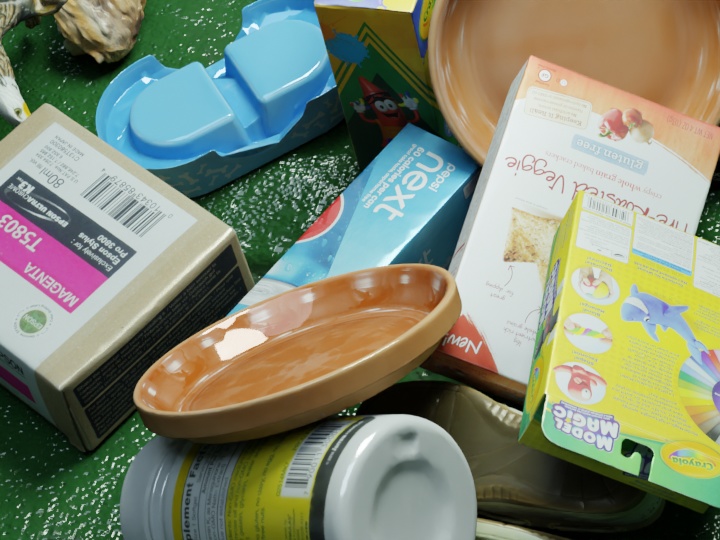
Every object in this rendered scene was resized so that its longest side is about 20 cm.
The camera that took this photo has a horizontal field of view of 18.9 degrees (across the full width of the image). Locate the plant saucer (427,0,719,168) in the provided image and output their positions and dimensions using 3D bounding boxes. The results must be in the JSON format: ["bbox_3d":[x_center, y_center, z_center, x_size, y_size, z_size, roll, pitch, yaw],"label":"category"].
[{"bbox_3d":[0.143,-0.144,1.392,0.199,0.201,0.037,-11,13,5],"label":"plant saucer"}]

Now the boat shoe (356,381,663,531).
[{"bbox_3d":[0.086,0.118,1.286,0.199,0.066,0.074,13,69,33],"label":"boat shoe"}]

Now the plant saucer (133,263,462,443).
[{"bbox_3d":[-0.034,0.051,1.262,0.199,0.032,0.200,-20,15,5],"label":"plant saucer"}]

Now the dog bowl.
[{"bbox_3d":[-0.089,-0.120,1.537,0.199,0.050,0.112,-28,52,-9],"label":"dog bowl"}]

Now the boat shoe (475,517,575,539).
[{"bbox_3d":[0.101,0.186,1.238,0.199,0.074,0.067,8,76,28],"label":"boat shoe"}]

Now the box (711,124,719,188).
[{"bbox_3d":[0.282,-0.114,1.452,0.199,0.036,0.144,7,54,21],"label":"box"}]

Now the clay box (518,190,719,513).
[{"bbox_3d":[0.156,0.052,1.219,0.114,0.048,0.201,21,44,-5],"label":"clay box"}]

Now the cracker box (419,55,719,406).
[{"bbox_3d":[0.130,-0.014,1.332,0.133,0.058,0.201,20,75,-3],"label":"cracker box"}]

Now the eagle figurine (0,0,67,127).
[{"bbox_3d":[-0.291,-0.138,1.530,0.151,0.152,0.200,36,69,28],"label":"eagle figurine"}]

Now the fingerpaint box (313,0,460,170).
[{"bbox_3d":[0.045,-0.194,1.487,0.073,0.167,0.201,7,54,18],"label":"fingerpaint box"}]

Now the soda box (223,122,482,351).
[{"bbox_3d":[0.000,0.000,1.412,0.068,0.064,0.200,29,63,30],"label":"soda box"}]

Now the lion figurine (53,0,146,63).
[{"bbox_3d":[-0.175,-0.251,1.642,0.122,0.072,0.200,42,59,-1],"label":"lion figurine"}]

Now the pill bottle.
[{"bbox_3d":[-0.040,0.139,1.244,0.199,0.114,0.115,-4,46,45],"label":"pill bottle"}]

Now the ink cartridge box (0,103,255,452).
[{"bbox_3d":[-0.198,0.000,1.453,0.200,0.075,0.165,32,65,31],"label":"ink cartridge box"}]

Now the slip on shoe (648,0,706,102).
[{"bbox_3d":[0.208,-0.201,1.435,0.074,0.061,0.201,-19,89,3],"label":"slip on shoe"}]
